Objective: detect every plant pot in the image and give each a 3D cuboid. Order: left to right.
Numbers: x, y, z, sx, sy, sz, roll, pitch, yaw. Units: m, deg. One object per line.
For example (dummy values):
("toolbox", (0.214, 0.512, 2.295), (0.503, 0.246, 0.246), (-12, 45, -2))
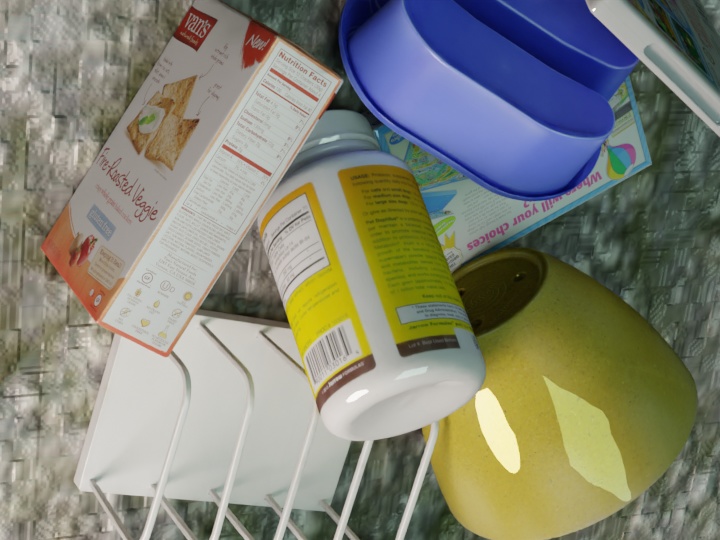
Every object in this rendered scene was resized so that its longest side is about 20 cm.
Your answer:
("plant pot", (0.118, 0.069, 1.112), (0.200, 0.200, 0.142), (-36, 117, -9))

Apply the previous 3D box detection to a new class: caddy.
("caddy", (0.083, -0.134, 1.030), (0.200, 0.105, 0.142), (32, 56, -9))

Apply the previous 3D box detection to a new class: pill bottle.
("pill bottle", (0.000, 0.000, 1.015), (0.109, 0.200, 0.109), (-16, 157, -7))

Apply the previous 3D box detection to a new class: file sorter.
("file sorter", (-0.069, 0.118, 1.075), (0.200, 0.125, 0.139), (10, 105, -29))

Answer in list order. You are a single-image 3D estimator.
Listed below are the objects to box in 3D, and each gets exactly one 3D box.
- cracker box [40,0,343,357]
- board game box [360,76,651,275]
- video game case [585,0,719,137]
("cracker box", (-0.109, -0.064, 0.973), (0.058, 0.134, 0.200), (31, 94, -32))
("board game box", (0.106, -0.092, 1.130), (0.200, 0.034, 0.135), (-28, 120, -14))
("video game case", (0.190, -0.180, 1.047), (0.024, 0.200, 0.182), (-38, 127, 23))
